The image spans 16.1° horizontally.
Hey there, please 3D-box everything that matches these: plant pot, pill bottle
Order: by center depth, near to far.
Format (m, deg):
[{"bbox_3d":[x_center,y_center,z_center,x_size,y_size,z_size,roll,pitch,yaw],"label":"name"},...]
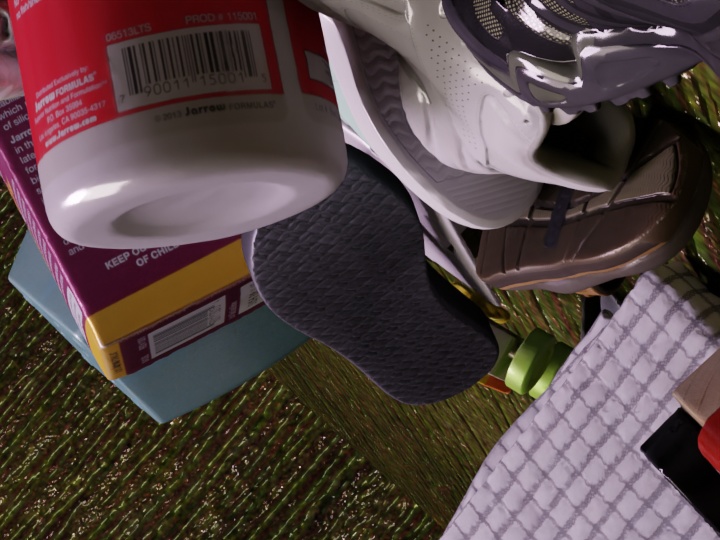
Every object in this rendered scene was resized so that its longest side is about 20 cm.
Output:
[{"bbox_3d":[-0.076,-0.117,0.937,0.112,0.112,0.200,83,176,-78],"label":"pill bottle"},{"bbox_3d":[-0.087,-0.025,1.436,0.141,0.200,0.141,35,169,49],"label":"plant pot"}]

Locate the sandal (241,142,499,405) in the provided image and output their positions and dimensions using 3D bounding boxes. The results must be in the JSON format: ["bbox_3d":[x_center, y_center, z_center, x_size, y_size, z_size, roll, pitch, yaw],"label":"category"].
[{"bbox_3d":[0.000,0.000,1.118,0.200,0.076,0.043,55,-169,-56],"label":"sandal"}]

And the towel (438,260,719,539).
[{"bbox_3d":[0.136,0.118,1.112,0.166,0.200,0.086,43,-165,33],"label":"towel"}]

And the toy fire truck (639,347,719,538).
[{"bbox_3d":[0.222,0.103,0.914,0.176,0.129,0.200,47,-178,-25],"label":"toy fire truck"}]

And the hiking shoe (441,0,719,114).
[{"bbox_3d":[0.074,-0.102,0.716,0.101,0.076,0.200,55,160,-20],"label":"hiking shoe"}]

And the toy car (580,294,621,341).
[{"bbox_3d":[0.153,0.097,1.243,0.164,0.158,0.200,-141,31,-85],"label":"toy car"}]

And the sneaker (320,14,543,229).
[{"bbox_3d":[0.000,-0.097,1.055,0.201,0.074,0.118,53,166,3],"label":"sneaker"}]

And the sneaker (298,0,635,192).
[{"bbox_3d":[0.045,-0.095,0.904,0.099,0.078,0.200,24,167,40],"label":"sneaker"}]

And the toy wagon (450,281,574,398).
[{"bbox_3d":[0.036,0.019,1.305,0.155,0.040,0.200,31,-179,16],"label":"toy wagon"}]

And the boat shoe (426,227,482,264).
[{"bbox_3d":[-0.017,-0.074,1.293,0.201,0.072,0.066,40,168,-8],"label":"boat shoe"}]

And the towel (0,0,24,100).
[{"bbox_3d":[-0.173,-0.108,1.063,0.171,0.048,0.200,12,-165,20],"label":"towel"}]

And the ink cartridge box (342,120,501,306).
[{"bbox_3d":[0.002,-0.082,1.156,0.200,0.068,0.115,40,172,28],"label":"ink cartridge box"}]

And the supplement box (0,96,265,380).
[{"bbox_3d":[-0.125,-0.061,1.242,0.200,0.103,0.131,62,173,6],"label":"supplement box"}]

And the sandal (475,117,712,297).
[{"bbox_3d":[0.098,-0.025,1.021,0.055,0.082,0.200,23,172,-18],"label":"sandal"}]
